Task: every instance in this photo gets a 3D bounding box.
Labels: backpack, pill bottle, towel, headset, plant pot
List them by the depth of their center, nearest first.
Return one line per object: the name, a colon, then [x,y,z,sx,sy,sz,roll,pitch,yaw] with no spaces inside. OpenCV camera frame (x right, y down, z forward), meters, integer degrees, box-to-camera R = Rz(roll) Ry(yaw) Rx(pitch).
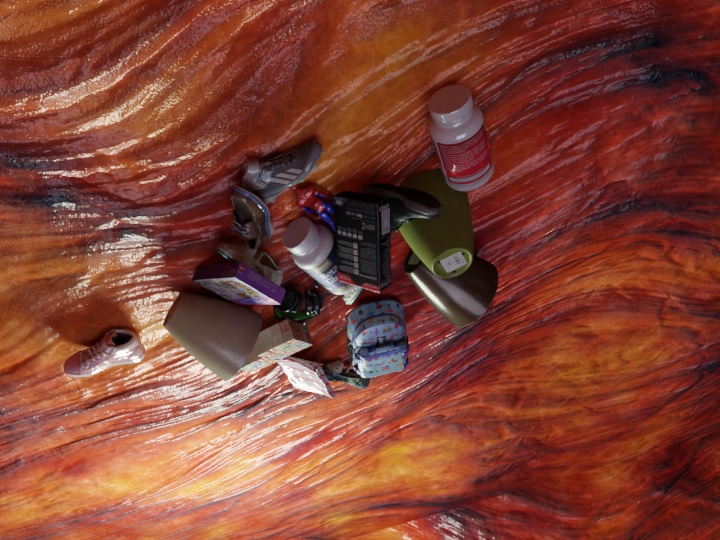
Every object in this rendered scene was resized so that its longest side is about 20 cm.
pill bottle: [0.202,-0.269,1.156,0.111,0.113,0.201,-21,138,8]
plant pot: [0.179,-0.090,1.275,0.184,0.202,0.189,-8,138,-7]
pill bottle: [-0.088,-0.036,1.322,0.110,0.112,0.200,-31,136,18]
plant pot: [-0.376,0.144,1.401,0.199,0.189,0.187,32,122,-23]
plant pot: [0.212,0.012,1.434,0.199,0.188,0.187,31,122,-23]
headset: [-0.151,0.067,1.463,0.122,0.095,0.200,8,149,-29]
backpack: [0.051,0.182,1.583,0.179,0.136,0.202,-8,135,-9]
towel: [-0.166,0.320,1.693,0.144,0.030,0.201,9,144,24]

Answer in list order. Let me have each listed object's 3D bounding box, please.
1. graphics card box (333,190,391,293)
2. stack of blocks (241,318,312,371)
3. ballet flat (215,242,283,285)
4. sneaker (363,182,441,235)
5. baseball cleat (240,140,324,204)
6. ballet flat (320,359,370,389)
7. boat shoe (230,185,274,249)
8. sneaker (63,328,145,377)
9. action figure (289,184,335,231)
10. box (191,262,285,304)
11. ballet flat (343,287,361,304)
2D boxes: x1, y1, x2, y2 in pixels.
graphics card box: [0.004,-0.063,1.229,0.051,0.124,0.203,-28,123,-44]
stack of blocks: [-0.245,0.208,1.549,0.198,0.059,0.115,-27,157,15]
ballet flat: [-0.253,-0.023,1.324,0.071,0.072,0.200,-30,138,17]
sneaker: [0.089,-0.117,1.220,0.076,0.197,0.116,-25,122,-45]
baseball cleat: [-0.169,-0.206,1.148,0.199,0.070,0.106,-38,134,23]
ballet flat: [-0.053,0.311,1.750,0.198,0.075,0.074,19,129,-31]
boat shoe: [-0.232,-0.102,1.189,0.071,0.073,0.201,26,162,18]
sneaker: [-0.657,0.202,1.439,0.197,0.076,0.105,-12,143,-15]
action figure: [-0.082,-0.137,1.264,0.065,0.052,0.199,-41,127,20]
box: [-0.283,0.033,1.310,0.198,0.040,0.136,-3,150,46]
ballet flat: [0.000,0.000,1.435,0.071,0.072,0.201,16,127,-30]
